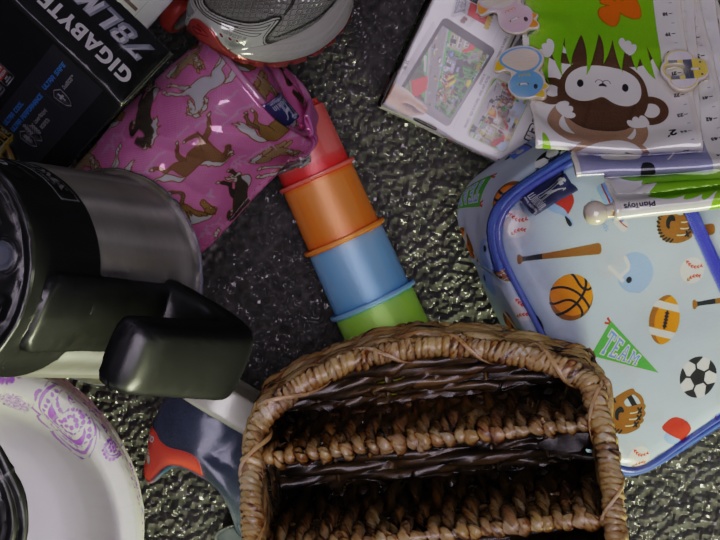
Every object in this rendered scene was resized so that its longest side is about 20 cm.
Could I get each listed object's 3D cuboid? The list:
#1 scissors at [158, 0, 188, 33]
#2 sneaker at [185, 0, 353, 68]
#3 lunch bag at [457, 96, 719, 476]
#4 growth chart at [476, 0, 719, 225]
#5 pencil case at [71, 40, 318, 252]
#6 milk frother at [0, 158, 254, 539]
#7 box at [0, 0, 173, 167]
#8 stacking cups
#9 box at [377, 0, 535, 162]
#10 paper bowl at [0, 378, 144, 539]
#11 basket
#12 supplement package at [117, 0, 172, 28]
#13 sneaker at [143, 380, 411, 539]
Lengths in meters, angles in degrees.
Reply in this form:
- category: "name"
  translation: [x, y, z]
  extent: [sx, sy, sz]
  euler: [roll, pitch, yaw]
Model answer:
- category: "scissors"
  translation: [-0.040, -0.205, 1.435]
  extent: [0.014, 0.073, 0.200]
  euler: [43, 66, 7]
- category: "sneaker"
  translation: [-0.023, -0.185, 1.371]
  extent: [0.078, 0.082, 0.200]
  euler: [32, 57, 23]
- category: "lunch bag"
  translation: [0.154, 0.000, 1.420]
  extent: [0.160, 0.076, 0.201]
  euler: [-30, 108, -11]
- category: "growth chart"
  translation: [0.147, -0.109, 1.378]
  extent: [0.144, 0.018, 0.201]
  euler: [-12, 61, -9]
- category: "pencil case"
  translation: [-0.113, -0.039, 1.396]
  extent: [0.200, 0.083, 0.087]
  euler: [-45, 57, 14]
- category: "milk frother"
  translation: [-0.177, 0.051, 1.273]
  extent: [0.181, 0.188, 0.200]
  euler: [45, 104, 18]
- category: "box"
  translation: [-0.213, -0.139, 1.343]
  extent: [0.198, 0.200, 0.050]
  euler: [44, 63, -7]
- category: "stacking cups"
  translation: [0.000, 0.000, 1.434]
  extent: [0.060, 0.061, 0.201]
  euler: [-24, 96, -2]
- category: "box"
  translation: [0.100, -0.161, 1.443]
  extent: [0.110, 0.035, 0.201]
  euler: [26, 92, -6]
- category: "paper bowl"
  translation: [-0.220, 0.144, 1.408]
  extent: [0.199, 0.104, 0.202]
  euler: [0, 94, -3]
- category: "basket"
  translation: [0.038, 0.107, 1.319]
  extent: [0.199, 0.149, 0.144]
  euler: [-5, 101, 6]
- category: "supplement package"
  translation: [-0.109, -0.246, 1.367]
  extent: [0.200, 0.110, 0.114]
  euler: [-47, 127, 0]
- category: "sneaker"
  translation: [-0.033, 0.135, 1.440]
  extent: [0.199, 0.075, 0.085]
  euler: [31, 95, 2]
